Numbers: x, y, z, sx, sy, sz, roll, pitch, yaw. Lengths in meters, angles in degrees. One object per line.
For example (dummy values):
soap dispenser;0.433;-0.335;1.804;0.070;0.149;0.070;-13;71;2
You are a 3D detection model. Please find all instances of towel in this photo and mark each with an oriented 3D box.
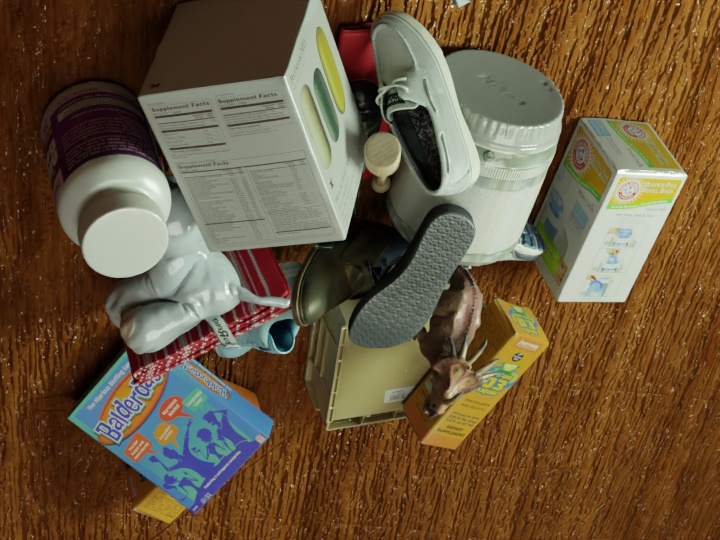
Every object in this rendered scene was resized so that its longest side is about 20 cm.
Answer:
towel;-0.178;0.035;1.540;0.199;0.145;0.023;-27;131;2

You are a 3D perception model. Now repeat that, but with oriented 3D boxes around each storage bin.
storage bin;0.044;0.095;1.738;0.198;0.094;0.200;-7;135;-19

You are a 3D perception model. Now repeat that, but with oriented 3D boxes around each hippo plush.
hippo plush;-0.211;-0.013;1.460;0.159;0.200;0.162;-38;131;-17

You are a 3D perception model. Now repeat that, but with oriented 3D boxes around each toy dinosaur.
toy dinosaur;0.110;0.064;1.588;0.085;0.135;0.202;3;93;-19

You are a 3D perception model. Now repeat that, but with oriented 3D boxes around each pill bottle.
pill bottle;-0.246;-0.087;1.346;0.111;0.201;0.113;-11;132;-13

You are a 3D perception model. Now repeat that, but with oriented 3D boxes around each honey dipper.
honey dipper;0.023;-0.109;1.448;0.038;0.038;0.200;-24;175;-1

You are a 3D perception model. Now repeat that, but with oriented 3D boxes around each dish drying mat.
dish drying mat;0.001;-0.182;1.504;0.076;0.018;0.201;-7;133;-18

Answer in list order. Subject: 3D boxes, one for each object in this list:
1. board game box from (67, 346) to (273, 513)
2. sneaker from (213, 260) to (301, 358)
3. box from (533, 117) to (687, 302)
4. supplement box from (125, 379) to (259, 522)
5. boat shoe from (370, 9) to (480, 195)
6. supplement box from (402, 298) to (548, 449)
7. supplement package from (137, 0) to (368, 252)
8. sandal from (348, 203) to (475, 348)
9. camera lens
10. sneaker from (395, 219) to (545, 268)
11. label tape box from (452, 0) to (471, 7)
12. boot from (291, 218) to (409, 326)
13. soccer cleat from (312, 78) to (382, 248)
board game box;-0.229;0.180;1.663;0.200;0.045;0.152;39;113;-11
sneaker;-0.118;0.070;1.614;0.073;0.083;0.200;-6;155;-32
box;0.294;-0.072;1.674;0.100;0.113;0.201;1;131;-23
supplement box;-0.212;0.233;1.763;0.069;0.067;0.200;26;117;-40
boat shoe;0.055;-0.169;1.395;0.070;0.202;0.071;-27;176;39
supplement box;0.140;0.129;1.699;0.066;0.069;0.201;16;121;-38
supplement package;-0.097;-0.146;1.348;0.149;0.153;0.201;-5;134;18
sandal;0.058;0.008;1.500;0.076;0.043;0.201;27;116;-24
camera lens;0.124;-0.119;1.516;0.158;0.161;0.201;-1;132;-23
sneaker;0.128;-0.039;1.668;0.198;0.077;0.086;12;131;-21
label tape box;0.152;-0.371;1.355;0.199;0.066;0.144;-26;137;4
boot;0.000;0.000;1.545;0.096;0.200;0.075;4;123;27
soccer cleat;-0.016;-0.112;1.490;0.067;0.081;0.201;4;130;-22
